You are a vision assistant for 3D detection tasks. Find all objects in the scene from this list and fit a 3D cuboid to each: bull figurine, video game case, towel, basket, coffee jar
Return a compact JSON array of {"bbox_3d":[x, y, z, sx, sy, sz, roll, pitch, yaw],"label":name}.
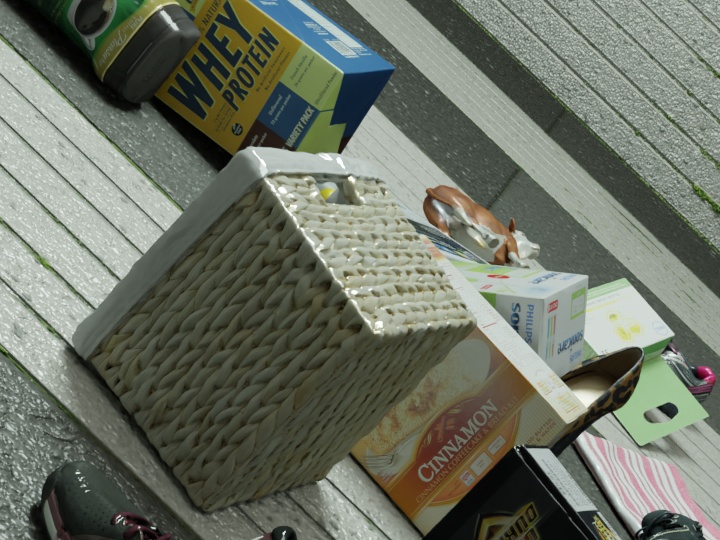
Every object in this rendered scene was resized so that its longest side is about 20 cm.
[{"bbox_3d":[0.154,-0.035,1.854,0.199,0.065,0.122,28,20,-36],"label":"bull figurine"},{"bbox_3d":[0.037,-0.048,1.644,0.181,0.024,0.199,36,11,35],"label":"video game case"},{"bbox_3d":[0.320,0.245,1.645,0.199,0.030,0.147,24,26,-44],"label":"towel"},{"bbox_3d":[-0.051,0.038,1.063,0.161,0.200,0.198,50,20,17],"label":"basket"},{"bbox_3d":[-0.251,-0.258,1.447,0.200,0.104,0.085,45,16,4],"label":"coffee jar"}]

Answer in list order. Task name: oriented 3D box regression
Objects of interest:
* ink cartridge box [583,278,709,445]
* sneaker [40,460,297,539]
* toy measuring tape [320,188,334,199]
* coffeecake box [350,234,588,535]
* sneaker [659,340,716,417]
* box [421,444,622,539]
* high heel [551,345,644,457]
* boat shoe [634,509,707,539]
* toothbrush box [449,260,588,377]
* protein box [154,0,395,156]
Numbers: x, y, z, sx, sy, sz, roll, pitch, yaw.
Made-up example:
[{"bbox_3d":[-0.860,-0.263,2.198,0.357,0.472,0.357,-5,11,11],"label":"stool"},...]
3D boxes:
[{"bbox_3d":[0.334,0.108,1.866,0.144,0.048,0.201,-14,54,-39],"label":"ink cartridge box"},{"bbox_3d":[-0.089,0.161,0.842,0.201,0.116,0.075,51,20,21],"label":"sneaker"},{"bbox_3d":[0.000,0.000,1.503,0.201,0.073,0.074,58,7,-34],"label":"toy measuring tape"},{"bbox_3d":[0.057,0.096,1.228,0.200,0.154,0.073,47,18,13],"label":"coffeecake box"},{"bbox_3d":[0.377,0.113,1.983,0.199,0.075,0.081,34,21,-23],"label":"sneaker"},{"bbox_3d":[0.097,0.245,0.913,0.199,0.200,0.049,53,20,26],"label":"box"},{"bbox_3d":[0.171,0.111,1.347,0.072,0.143,0.199,52,21,26],"label":"high heel"},{"bbox_3d":[0.301,0.266,1.477,0.199,0.074,0.067,19,37,-57],"label":"boat shoe"},{"bbox_3d":[0.087,0.043,1.342,0.197,0.087,0.145,8,10,24],"label":"toothbrush box"},{"bbox_3d":[-0.100,-0.209,1.560,0.199,0.136,0.198,37,17,8],"label":"protein box"}]
